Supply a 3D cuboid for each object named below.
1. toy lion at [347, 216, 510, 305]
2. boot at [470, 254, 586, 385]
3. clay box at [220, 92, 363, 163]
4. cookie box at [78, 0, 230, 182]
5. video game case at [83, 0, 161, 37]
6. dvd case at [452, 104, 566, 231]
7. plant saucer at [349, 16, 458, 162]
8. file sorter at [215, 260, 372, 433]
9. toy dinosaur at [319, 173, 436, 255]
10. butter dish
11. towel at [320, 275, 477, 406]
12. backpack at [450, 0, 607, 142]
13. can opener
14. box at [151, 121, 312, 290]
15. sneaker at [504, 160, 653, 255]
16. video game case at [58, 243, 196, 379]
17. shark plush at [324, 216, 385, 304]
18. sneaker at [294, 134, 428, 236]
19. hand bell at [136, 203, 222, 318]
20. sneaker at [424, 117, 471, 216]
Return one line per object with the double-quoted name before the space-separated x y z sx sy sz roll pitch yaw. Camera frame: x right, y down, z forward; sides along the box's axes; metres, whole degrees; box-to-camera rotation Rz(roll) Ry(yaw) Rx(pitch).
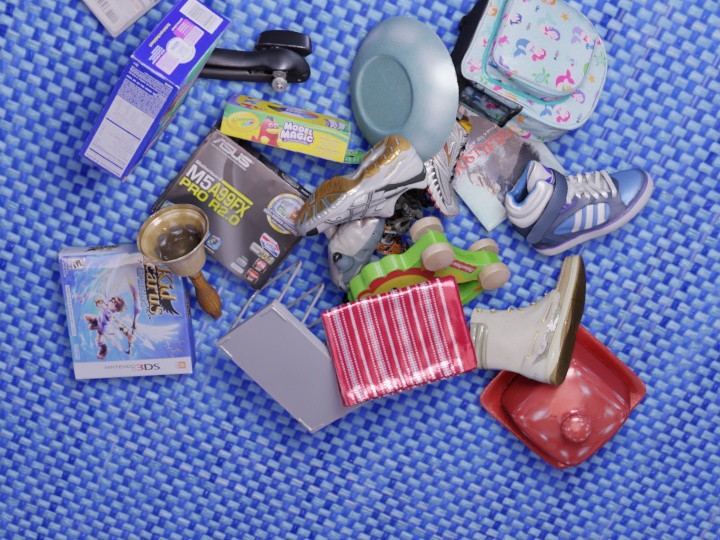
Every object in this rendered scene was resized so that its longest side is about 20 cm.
"toy lion" 0.088 0.018 1.627 0.200 0.069 0.192 17 130 -42
"boot" 0.245 0.063 1.664 0.154 0.072 0.201 7 70 29
"clay box" -0.088 -0.196 1.561 0.199 0.115 0.048 12 106 -5
"cookie box" -0.271 -0.239 1.482 0.075 0.171 0.200 34 135 -9
"video game case" -0.330 -0.450 1.524 0.182 0.022 0.200 -36 104 12
"dvd case" 0.180 -0.174 1.618 0.146 0.022 0.200 -37 103 12
"plant saucer" 0.044 -0.239 1.519 0.039 0.201 0.202 -14 111 -43
"file sorter" -0.077 0.108 1.645 0.200 0.125 0.139 45 131 -14
"toy dinosaur" 0.035 -0.076 1.629 0.136 0.102 0.200 -39 134 27
"butter dish" 0.312 0.208 1.682 0.199 0.148 0.200 40 104 -13
"towel" 0.056 0.098 1.566 0.199 0.022 0.145 -15 100 -9
"backpack" 0.232 -0.275 1.508 0.200 0.150 0.178 30 70 -17
"can opener" -0.165 -0.287 1.568 0.199 0.079 0.063 -2 145 5
"box" -0.177 -0.092 1.634 0.200 0.044 0.160 38 106 -12
"sneaker" 0.300 -0.113 1.585 0.200 0.081 0.146 -30 133 15
"video game case" -0.347 0.061 1.686 0.180 0.045 0.201 -3 109 0
"shark plush" 0.000 0.000 1.615 0.083 0.091 0.201 -12 128 -7
"sneaker" 0.003 -0.092 1.514 0.200 0.076 0.088 -33 123 22
"hand bell" -0.239 0.008 1.627 0.104 0.104 0.200 -13 140 4
"sneaker" 0.118 -0.171 1.568 0.082 0.078 0.201 -9 108 2
